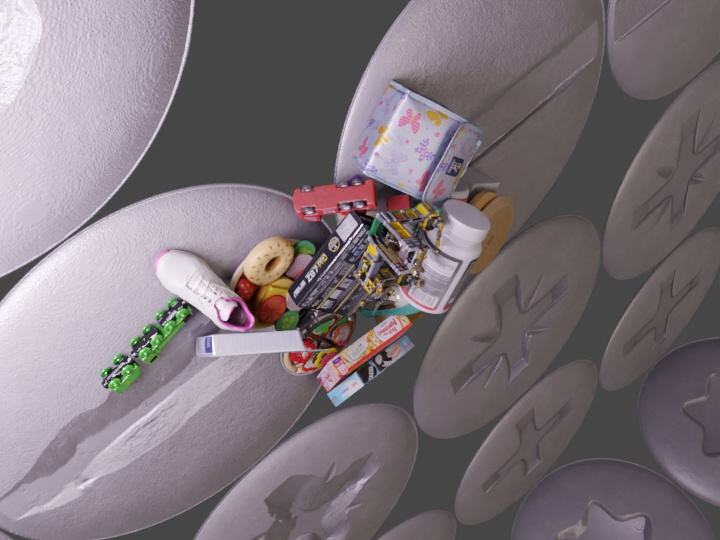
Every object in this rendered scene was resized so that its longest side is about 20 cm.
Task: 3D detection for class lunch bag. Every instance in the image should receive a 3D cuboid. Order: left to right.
[{"bbox_3d":[0.113,-0.221,1.296,0.199,0.127,0.170,23,106,-26],"label":"lunch bag"}]

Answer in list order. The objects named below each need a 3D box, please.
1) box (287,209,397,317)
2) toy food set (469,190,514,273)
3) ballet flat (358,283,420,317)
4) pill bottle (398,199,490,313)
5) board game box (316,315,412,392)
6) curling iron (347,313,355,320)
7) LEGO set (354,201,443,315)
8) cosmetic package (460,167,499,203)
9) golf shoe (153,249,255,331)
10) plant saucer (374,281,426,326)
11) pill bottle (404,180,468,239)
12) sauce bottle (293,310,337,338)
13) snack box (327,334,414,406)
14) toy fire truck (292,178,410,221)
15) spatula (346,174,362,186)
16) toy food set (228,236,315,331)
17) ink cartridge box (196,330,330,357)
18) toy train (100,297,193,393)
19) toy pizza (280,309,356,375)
[{"bbox_3d":[-0.017,-0.007,1.317,0.161,0.049,0.200,15,119,-49],"label":"box"},{"bbox_3d":[0.259,-0.076,1.534,0.199,0.048,0.199,-8,126,-57],"label":"toy food set"},{"bbox_3d":[0.063,0.059,1.498,0.070,0.199,0.068,31,57,-42],"label":"ballet flat"},{"bbox_3d":[0.160,-0.027,1.364,0.113,0.114,0.201,-8,135,-42],"label":"pill bottle"},{"bbox_3d":[0.006,0.175,1.559,0.199,0.046,0.152,-35,171,-22],"label":"board game box"},{"bbox_3d":[0.000,0.000,1.422,0.049,0.026,0.202,13,84,-22],"label":"curling iron"},{"bbox_3d":[0.082,-0.014,1.255,0.153,0.116,0.201,-2,131,-43],"label":"LEGO set"},{"bbox_3d":[0.209,-0.118,1.560,0.107,0.085,0.201,-11,130,-45],"label":"cosmetic package"},{"bbox_3d":[-0.249,0.035,1.183,0.200,0.091,0.076,41,78,-34],"label":"golf shoe"},{"bbox_3d":[0.118,0.061,1.660,0.199,0.035,0.201,-27,137,-28],"label":"plant saucer"},{"bbox_3d":[0.137,-0.094,1.470,0.113,0.114,0.201,-8,127,-42],"label":"pill bottle"},{"bbox_3d":[-0.054,0.059,1.448,0.200,0.066,0.066,-43,143,-18],"label":"sauce bottle"},{"bbox_3d":[0.025,0.221,1.598,0.199,0.037,0.116,-30,170,-47],"label":"snack box"},{"bbox_3d":[-0.012,-0.116,1.299,0.198,0.049,0.141,-7,165,7],"label":"toy fire truck"},{"bbox_3d":[-0.019,-0.093,1.397,0.056,0.020,0.201,-39,148,-45],"label":"spatula"},{"bbox_3d":[-0.155,0.028,1.327,0.197,0.049,0.201,11,112,-50],"label":"toy food set"},{"bbox_3d":[-0.175,0.128,1.256,0.198,0.196,0.044,-2,84,-21],"label":"ink cartridge box"},{"bbox_3d":[-0.360,0.128,1.223,0.200,0.042,0.056,-47,153,-5],"label":"toy train"},{"bbox_3d":[-0.082,0.147,1.529,0.199,0.032,0.201,-27,137,-28],"label":"toy pizza"}]
